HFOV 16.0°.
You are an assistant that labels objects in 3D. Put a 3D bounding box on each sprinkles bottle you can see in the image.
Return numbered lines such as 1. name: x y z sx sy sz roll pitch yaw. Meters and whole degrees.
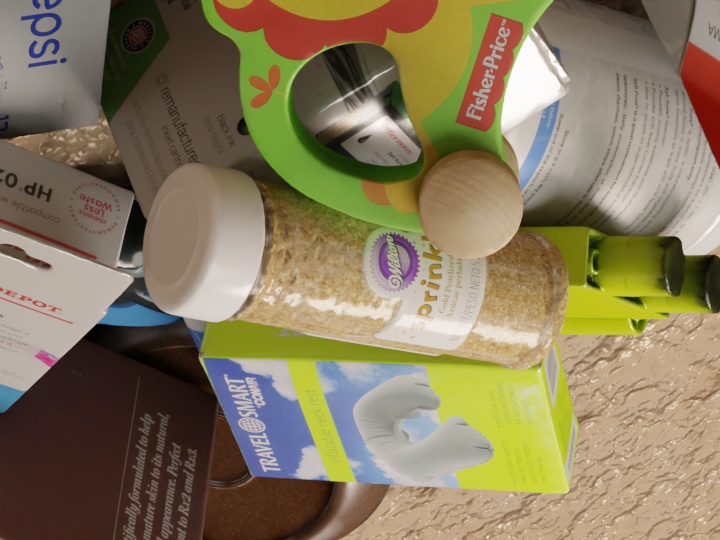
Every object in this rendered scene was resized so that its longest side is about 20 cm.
1. sprinkles bottle: 0.000 0.000 1.177 0.199 0.069 0.068 10 131 -32

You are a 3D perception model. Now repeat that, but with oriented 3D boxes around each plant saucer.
1. plant saucer: -0.079 0.092 1.436 0.199 0.032 0.201 9 127 12

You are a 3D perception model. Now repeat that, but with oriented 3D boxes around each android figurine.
1. android figurine: 0.085 0.005 1.346 0.199 0.041 0.182 -1 171 26

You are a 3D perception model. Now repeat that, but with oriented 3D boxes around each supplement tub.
1. supplement tub: 0.106 -0.078 1.354 0.199 0.132 0.132 12 130 -41

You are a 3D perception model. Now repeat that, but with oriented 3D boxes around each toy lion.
1. toy lion: 0.002 -0.126 1.107 0.190 0.069 0.201 16 108 -3

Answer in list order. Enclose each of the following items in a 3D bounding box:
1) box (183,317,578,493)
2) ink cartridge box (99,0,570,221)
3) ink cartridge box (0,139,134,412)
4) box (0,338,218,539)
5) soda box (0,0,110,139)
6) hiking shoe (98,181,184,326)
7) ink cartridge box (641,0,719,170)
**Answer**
1. box: 0.006 0.061 1.319 0.198 0.048 0.122 1 145 15
2. ink cartridge box: -0.020 -0.101 1.227 0.199 0.147 0.084 -33 137 7
3. ink cartridge box: -0.184 -0.008 1.216 0.114 0.068 0.200 21 152 -18
4. box: -0.196 0.154 1.374 0.163 0.167 0.200 25 129 -17
5. soda box: -0.150 -0.150 1.152 0.068 0.064 0.201 -10 142 -19
6. hiking shoe: -0.083 -0.015 1.345 0.198 0.075 0.087 -5 150 9
7. ink cartridge box: 0.207 -0.111 1.317 0.057 0.201 0.162 -40 144 22
